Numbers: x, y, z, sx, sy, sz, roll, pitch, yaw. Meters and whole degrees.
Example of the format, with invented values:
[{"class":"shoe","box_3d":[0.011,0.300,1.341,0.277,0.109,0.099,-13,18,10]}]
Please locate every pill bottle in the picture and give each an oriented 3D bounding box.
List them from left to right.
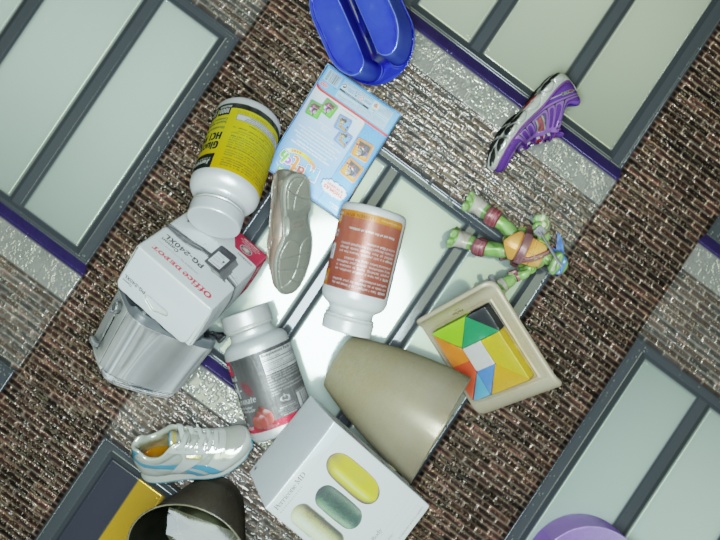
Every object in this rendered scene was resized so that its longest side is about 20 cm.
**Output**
[{"class":"pill bottle","box_3d":[-0.200,-0.158,1.146,0.110,0.113,0.204,14,63,-1]},{"class":"pill bottle","box_3d":[-0.155,0.161,1.184,0.108,0.111,0.204,-19,90,-1]},{"class":"pill bottle","box_3d":[0.000,0.000,1.186,0.110,0.112,0.205,14,89,-1]}]

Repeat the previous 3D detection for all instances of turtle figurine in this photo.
[{"class":"turtle figurine","box_3d":[0.233,-0.032,1.164,0.191,0.145,0.201,28,56,13]}]

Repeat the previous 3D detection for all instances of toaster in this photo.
[{"class":"toaster","box_3d":[-0.323,0.115,1.156,0.130,0.199,0.114,-51,46,11]}]

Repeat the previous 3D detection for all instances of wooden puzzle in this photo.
[{"class":"wooden puzzle","box_3d":[0.197,0.132,1.170,0.202,0.184,0.037,54,47,-2]}]

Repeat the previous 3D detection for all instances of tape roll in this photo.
[{"class":"tape roll","box_3d":[0.372,0.516,1.219,0.195,0.066,0.206,0,90,-1]}]

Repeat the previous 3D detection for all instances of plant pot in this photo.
[{"class":"plant pot","box_3d":[0.045,0.199,1.168,0.198,0.187,0.190,30,89,12]}]

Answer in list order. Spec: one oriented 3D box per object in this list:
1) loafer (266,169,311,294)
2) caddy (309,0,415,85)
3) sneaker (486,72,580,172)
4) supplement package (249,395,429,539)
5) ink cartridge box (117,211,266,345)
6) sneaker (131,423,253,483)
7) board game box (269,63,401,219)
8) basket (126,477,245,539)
[{"class":"loafer","box_3d":[-0.121,-0.065,1.207,0.071,0.062,0.205,-9,114,-39]},{"class":"caddy","box_3d":[0.004,-0.404,1.194,0.139,0.105,0.204,-24,91,23]},{"class":"sneaker","box_3d":[0.289,-0.234,1.213,0.083,0.081,0.200,44,88,-7]},{"class":"supplement package","box_3d":[-0.035,0.322,1.084,0.200,0.150,0.152,44,81,-16]},{"class":"ink cartridge box","box_3d":[-0.253,-0.001,1.132,0.145,0.200,0.084,40,120,-2]},{"class":"sneaker","box_3d":[-0.270,0.288,1.185,0.195,0.077,0.082,-13,134,-2]},{"class":"board game box","box_3d":[-0.046,-0.214,1.223,0.150,0.037,0.202,33,89,-1]},{"class":"basket","box_3d":[-0.246,0.402,1.136,0.177,0.200,0.139,21,90,0]}]
